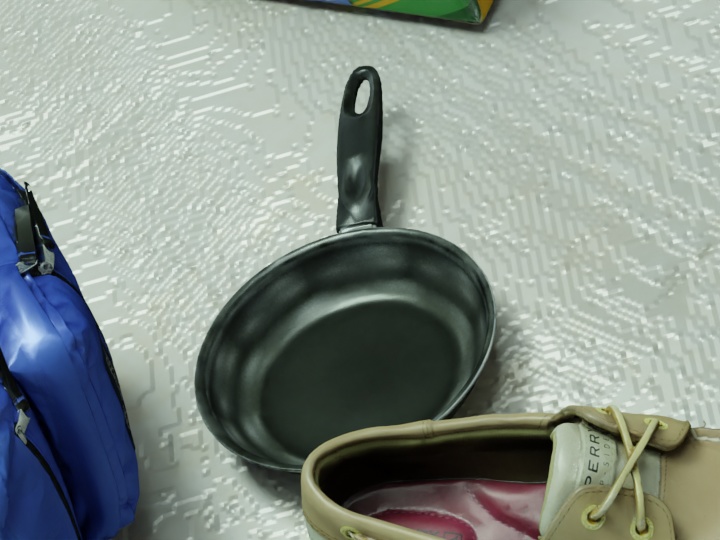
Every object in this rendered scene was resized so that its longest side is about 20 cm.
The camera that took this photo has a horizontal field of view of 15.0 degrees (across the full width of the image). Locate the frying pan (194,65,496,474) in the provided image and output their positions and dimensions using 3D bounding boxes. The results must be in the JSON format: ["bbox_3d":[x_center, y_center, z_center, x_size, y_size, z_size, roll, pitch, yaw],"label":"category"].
[{"bbox_3d":[-0.015,0.008,1.017,0.115,0.031,0.190,-25,42,0],"label":"frying pan"}]

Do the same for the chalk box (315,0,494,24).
[{"bbox_3d":[-0.027,-0.197,1.137,0.199,0.124,0.125,11,55,30],"label":"chalk box"}]

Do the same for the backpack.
[{"bbox_3d":[-0.163,0.063,0.939,0.167,0.163,0.200,-24,45,-4],"label":"backpack"}]

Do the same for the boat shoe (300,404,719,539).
[{"bbox_3d":[0.074,0.080,0.892,0.199,0.066,0.074,-7,49,17],"label":"boat shoe"}]
